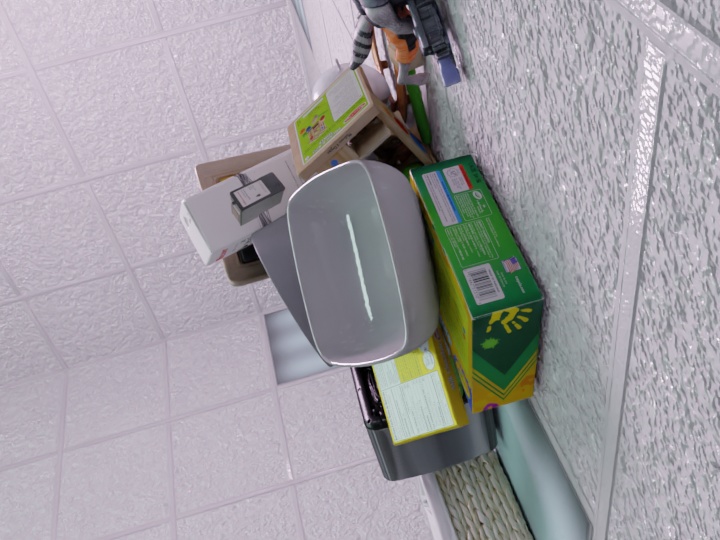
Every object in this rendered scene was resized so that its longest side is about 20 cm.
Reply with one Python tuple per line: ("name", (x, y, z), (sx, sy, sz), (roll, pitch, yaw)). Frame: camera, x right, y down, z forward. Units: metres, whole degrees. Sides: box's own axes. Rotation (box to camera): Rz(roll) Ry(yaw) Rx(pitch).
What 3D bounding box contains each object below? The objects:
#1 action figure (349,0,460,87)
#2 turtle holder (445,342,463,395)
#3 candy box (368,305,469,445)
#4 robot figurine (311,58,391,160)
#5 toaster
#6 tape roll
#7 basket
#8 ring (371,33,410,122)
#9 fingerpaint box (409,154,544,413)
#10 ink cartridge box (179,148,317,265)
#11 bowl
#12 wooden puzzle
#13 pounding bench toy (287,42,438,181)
("action figure", (0.030, -0.253, 0.782), (0.194, 0.104, 0.202), (63, -170, -74))
("turtle holder", (0.092, 0.065, 0.951), (0.141, 0.185, 0.133), (21, 141, 54))
("candy box", (0.050, 0.085, 0.856), (0.102, 0.026, 0.202), (-28, 73, 45))
("robot figurine", (-0.011, -0.207, 1.100), (0.170, 0.112, 0.202), (-55, -34, -58))
("toaster", (0.091, 0.185, 1.090), (0.200, 0.179, 0.120), (-110, 3, -62))
("tape roll", (-0.063, 0.023, 0.997), (0.201, 0.066, 0.200), (59, 180, 0))
("basket", (0.167, 0.370, 1.106), (0.201, 0.122, 0.136), (-108, 4, -46))
("ring", (0.039, -0.302, 1.072), (0.200, 0.019, 0.202), (163, 90, -86))
("fingerpaint box", (0.115, 0.013, 0.787), (0.168, 0.073, 0.201), (80, 174, -49))
("ink cartridge box", (-0.146, -0.092, 1.083), (0.085, 0.199, 0.145), (62, 165, -1))
("bowl", (0.007, -0.006, 0.800), (0.199, 0.074, 0.202), (-17, 85, 58))
("wooden puzzle", (-0.140, -0.092, 1.182), (0.202, 0.184, 0.037), (71, 157, 7))
("pounding bench toy", (0.036, -0.169, 0.963), (0.156, 0.200, 0.125), (38, -159, -33))
